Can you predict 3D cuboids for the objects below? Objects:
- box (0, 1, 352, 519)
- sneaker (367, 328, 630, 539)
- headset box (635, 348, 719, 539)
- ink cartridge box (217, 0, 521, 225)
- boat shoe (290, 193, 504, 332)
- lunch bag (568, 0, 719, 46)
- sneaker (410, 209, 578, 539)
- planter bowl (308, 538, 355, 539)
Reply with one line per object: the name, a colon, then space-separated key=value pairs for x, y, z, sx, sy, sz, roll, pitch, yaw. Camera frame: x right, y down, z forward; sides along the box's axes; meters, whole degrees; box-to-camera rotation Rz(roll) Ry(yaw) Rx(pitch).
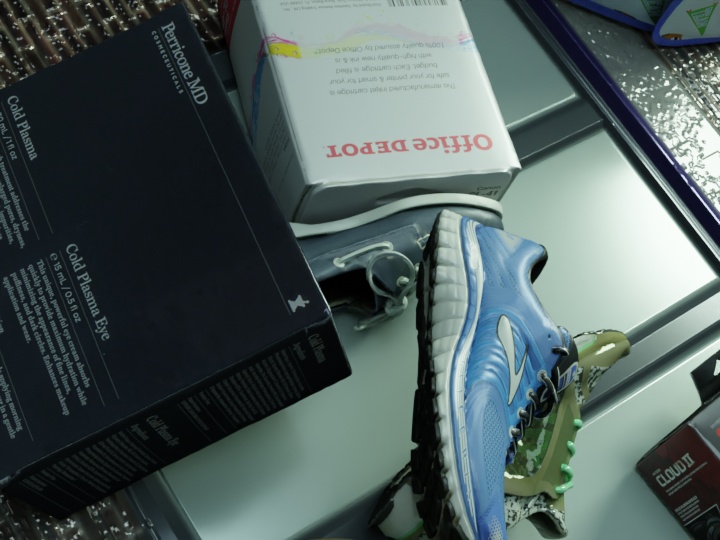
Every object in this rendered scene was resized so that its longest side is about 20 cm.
box: x=-0.127 y=-0.004 z=0.676 sx=0.180 sy=0.104 sz=0.202 roll=-25 pitch=70 yaw=-3
sneaker: x=0.097 y=0.112 z=0.743 sx=0.199 sy=0.077 sz=0.089 roll=-37 pitch=86 yaw=-24
headset box: x=0.279 y=0.131 z=0.778 sx=0.148 sy=0.077 sz=0.201 roll=-30 pitch=75 yaw=-29
ink cartridge box: x=-0.001 y=-0.122 z=0.829 sx=0.146 sy=0.086 sz=0.202 roll=-6 pitch=64 yaw=-21
boat shoe: x=0.000 y=0.000 z=0.766 sx=0.197 sy=0.075 sz=0.062 roll=-9 pitch=62 yaw=-20
lunch bag: x=0.236 y=-0.261 z=0.931 sx=0.198 sy=0.170 sz=0.125 roll=21 pitch=60 yaw=-5
sneaker: x=0.074 y=0.061 z=0.670 sx=0.088 sy=0.079 sz=0.202 roll=7 pitch=62 yaw=-4
planter bowl: x=-0.015 y=0.239 z=0.610 sx=0.197 sy=0.084 sz=0.203 roll=2 pitch=61 yaw=-3
